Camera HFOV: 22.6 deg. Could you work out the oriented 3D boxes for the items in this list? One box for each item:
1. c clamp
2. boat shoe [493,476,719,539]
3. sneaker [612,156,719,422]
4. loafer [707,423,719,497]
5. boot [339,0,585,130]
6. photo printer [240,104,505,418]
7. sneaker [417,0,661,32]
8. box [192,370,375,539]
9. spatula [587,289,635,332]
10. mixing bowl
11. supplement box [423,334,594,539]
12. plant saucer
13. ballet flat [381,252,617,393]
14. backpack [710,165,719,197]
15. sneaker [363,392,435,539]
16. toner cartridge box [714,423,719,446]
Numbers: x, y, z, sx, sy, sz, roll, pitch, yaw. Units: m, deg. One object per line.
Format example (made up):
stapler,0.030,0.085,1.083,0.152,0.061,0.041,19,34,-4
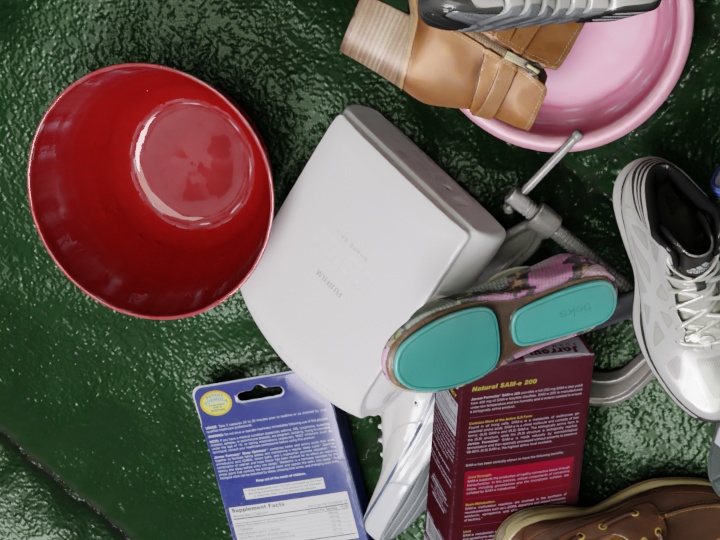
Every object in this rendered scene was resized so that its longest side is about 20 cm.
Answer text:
c clamp,0.168,0.015,1.378,0.200,0.027,0.171,43,117,-16
boat shoe,0.204,0.213,1.389,0.199,0.068,0.072,-9,121,-15
sneaker,0.229,0.017,1.278,0.075,0.115,0.202,-18,91,3
loafer,0.319,0.086,1.358,0.063,0.072,0.201,-2,123,-27
boot,0.090,-0.208,1.279,0.154,0.077,0.201,23,100,-1
photo printer,0.000,0.000,1.391,0.166,0.069,0.200,45,117,25
sneaker,0.115,-0.225,1.225,0.075,0.199,0.116,-5,92,54
box,-0.059,0.177,1.505,0.120,0.032,0.201,-10,105,17
spatula,0.253,0.011,1.349,0.199,0.021,0.057,-17,106,2
mixing bowl,-0.149,-0.072,1.414,0.199,0.108,0.202,4,106,13
supplement box,0.112,0.140,1.392,0.108,0.061,0.201,-5,120,-16
plant saucer,0.147,-0.190,1.333,0.199,0.051,0.202,4,108,13
ballet flat,0.091,0.034,1.306,0.199,0.071,0.070,-19,121,-23
backpack,0.337,-0.081,1.247,0.190,0.200,0.155,-34,88,25
sneaker,0.045,0.124,1.452,0.071,0.073,0.201,36,113,27
toner cartridge box,0.357,0.094,1.302,0.199,0.043,0.096,4,111,-29
